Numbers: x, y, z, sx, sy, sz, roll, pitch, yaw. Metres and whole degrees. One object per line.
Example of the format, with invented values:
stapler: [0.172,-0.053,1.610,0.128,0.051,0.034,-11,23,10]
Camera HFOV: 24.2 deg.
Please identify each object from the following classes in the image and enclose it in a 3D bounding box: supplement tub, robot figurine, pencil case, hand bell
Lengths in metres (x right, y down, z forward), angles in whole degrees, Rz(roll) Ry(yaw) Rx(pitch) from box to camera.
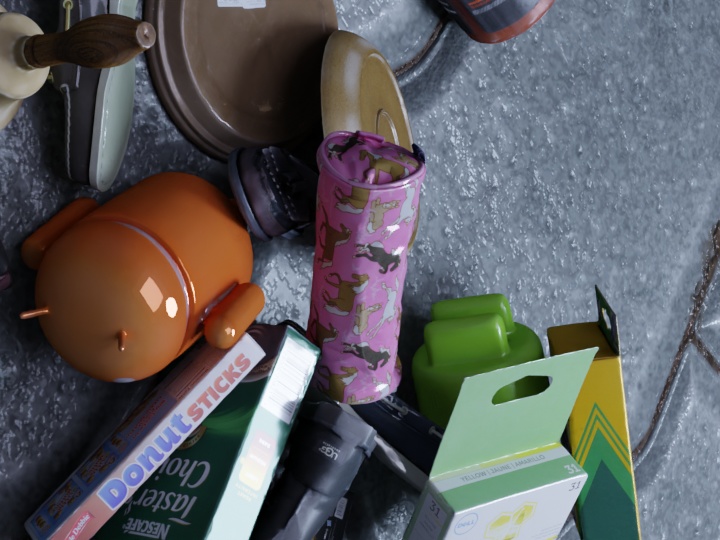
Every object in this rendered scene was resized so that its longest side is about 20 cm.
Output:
supplement tub: [0.083,-0.294,1.429,0.200,0.106,0.108,45,60,-37]
robot figurine: [-0.150,0.004,1.163,0.145,0.116,0.200,54,31,-5]
robot figurine: [0.110,0.124,1.445,0.176,0.114,0.202,-68,147,-67]
pencil case: [0.000,0.000,1.224,0.086,0.083,0.202,-20,129,-35]
hand bell: [-0.200,-0.139,1.067,0.103,0.199,0.106,-1,91,-45]

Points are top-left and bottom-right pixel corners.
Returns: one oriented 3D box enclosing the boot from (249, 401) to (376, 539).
boot: [-0.062,0.199,1.249,0.202,0.065,0.165,-62,175,-9]

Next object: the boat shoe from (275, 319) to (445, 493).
boat shoe: [0.008,0.102,1.339,0.200,0.075,0.062,42,80,-8]

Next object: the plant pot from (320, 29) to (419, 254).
plant pot: [0.013,-0.095,1.347,0.200,0.027,0.203,-9,90,-74]

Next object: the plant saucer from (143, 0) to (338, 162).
plant saucer: [-0.084,-0.184,1.311,0.199,0.029,0.203,0,90,-45]

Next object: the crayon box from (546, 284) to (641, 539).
crayon box: [0.195,0.125,1.422,0.126,0.051,0.203,-88,171,-79]

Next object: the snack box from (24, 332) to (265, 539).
snack box: [-0.150,0.117,1.161,0.200,0.072,0.024,-46,109,-11]

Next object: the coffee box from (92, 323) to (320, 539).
coffee box: [-0.114,0.134,1.213,0.044,0.122,0.202,38,65,-40]

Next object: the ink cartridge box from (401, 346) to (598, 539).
ink cartridge box: [0.116,0.161,1.320,0.144,0.048,0.201,-10,135,-36]

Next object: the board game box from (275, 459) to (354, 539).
board game box: [-0.081,0.250,1.312,0.135,0.028,0.202,30,70,-42]

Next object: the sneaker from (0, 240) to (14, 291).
sneaker: [-0.271,0.035,1.084,0.115,0.075,0.203,-1,90,-49]

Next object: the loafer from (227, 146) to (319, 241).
loafer: [-0.051,-0.063,1.250,0.200,0.062,0.073,7,63,-83]

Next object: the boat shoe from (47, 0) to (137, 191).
boat shoe: [-0.191,-0.159,1.179,0.072,0.060,0.204,17,79,-84]
